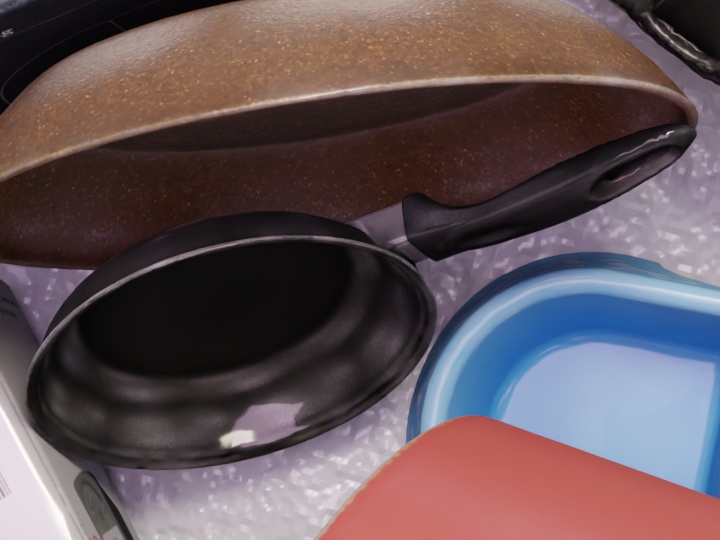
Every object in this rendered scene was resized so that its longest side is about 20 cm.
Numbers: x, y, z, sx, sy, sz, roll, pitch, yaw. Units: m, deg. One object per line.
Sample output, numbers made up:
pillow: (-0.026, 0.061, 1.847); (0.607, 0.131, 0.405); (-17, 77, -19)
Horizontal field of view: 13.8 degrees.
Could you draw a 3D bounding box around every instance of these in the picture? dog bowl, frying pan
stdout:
dog bowl: (0.108, 0.056, 0.836); (0.200, 0.050, 0.112); (11, 85, 9)
frying pan: (-0.014, -0.002, 0.789); (0.190, 0.115, 0.031); (-44, 49, 36)

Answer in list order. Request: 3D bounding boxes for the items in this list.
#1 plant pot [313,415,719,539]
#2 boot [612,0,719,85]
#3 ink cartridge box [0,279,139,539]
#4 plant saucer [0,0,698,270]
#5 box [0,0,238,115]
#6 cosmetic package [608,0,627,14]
plant pot: (0.066, 0.138, 0.733); (0.177, 0.200, 0.201); (31, 89, 21)
boot: (0.153, -0.120, 0.756); (0.211, 0.079, 0.158); (-45, 81, 5)
ink cartridge box: (-0.128, 0.118, 0.848); (0.148, 0.086, 0.200); (-29, 82, 4)
plant saucer: (-0.013, -0.039, 0.779); (0.200, 0.200, 0.037); (-10, 81, 8)
box: (-0.108, -0.095, 0.811); (0.200, 0.197, 0.124); (-22, 81, 5)
cosmetic package: (0.143, -0.088, 0.835); (0.200, 0.073, 0.104); (39, 90, 10)
